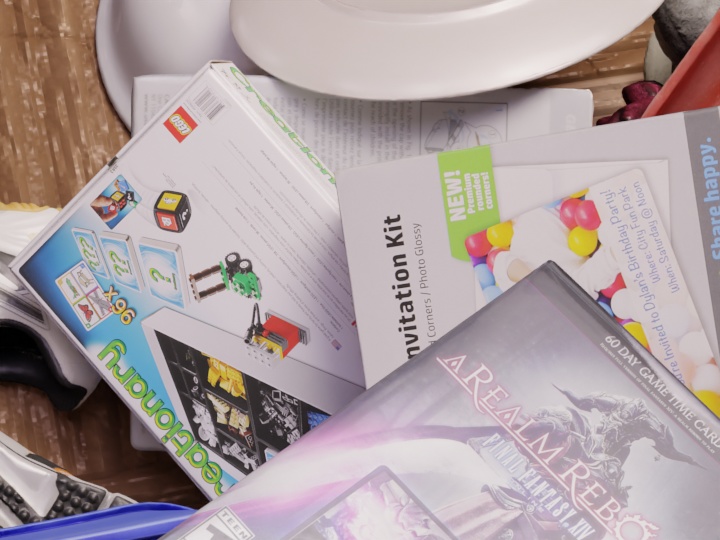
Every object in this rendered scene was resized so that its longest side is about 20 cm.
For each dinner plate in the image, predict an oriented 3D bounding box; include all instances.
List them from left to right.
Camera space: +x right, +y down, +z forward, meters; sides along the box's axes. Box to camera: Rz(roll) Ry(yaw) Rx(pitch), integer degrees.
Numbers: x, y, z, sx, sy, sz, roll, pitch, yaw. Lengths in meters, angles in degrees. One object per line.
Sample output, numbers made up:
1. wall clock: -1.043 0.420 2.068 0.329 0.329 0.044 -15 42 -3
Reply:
1. dinner plate: 0.039 -0.135 1.133 0.199 0.024 0.201 -8 36 6

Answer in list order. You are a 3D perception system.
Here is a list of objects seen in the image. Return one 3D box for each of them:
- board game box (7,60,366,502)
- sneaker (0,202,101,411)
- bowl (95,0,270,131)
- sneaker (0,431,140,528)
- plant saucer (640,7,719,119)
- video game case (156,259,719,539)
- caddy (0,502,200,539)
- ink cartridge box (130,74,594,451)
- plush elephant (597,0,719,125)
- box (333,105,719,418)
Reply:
1. board game box: -0.036 0.029 1.087 0.126 0.035 0.200 -43 84 15
2. sneaker: -0.202 0.011 1.149 0.199 0.076 0.088 8 59 0
3. bowl: -0.027 -0.135 1.245 0.200 0.091 0.202 2 59 -4
4. sneaker: -0.139 0.108 1.102 0.200 0.080 0.074 39 83 -3
5. plant saucer: 0.183 0.010 1.016 0.200 0.037 0.200 38 102 10
6. video game case: 0.042 0.096 0.911 0.200 0.019 0.143 -35 65 -25
7. caddy: -0.099 0.165 1.014 0.199 0.105 0.142 -7 87 -30
8. ink cartridge box: 0.000 0.000 1.117 0.199 0.057 0.164 2 95 9
9. plush elephant: 0.159 -0.075 1.172 0.164 0.200 0.156 -17 53 37
10. box: 0.099 0.022 1.000 0.199 0.041 0.157 -8 91 16
